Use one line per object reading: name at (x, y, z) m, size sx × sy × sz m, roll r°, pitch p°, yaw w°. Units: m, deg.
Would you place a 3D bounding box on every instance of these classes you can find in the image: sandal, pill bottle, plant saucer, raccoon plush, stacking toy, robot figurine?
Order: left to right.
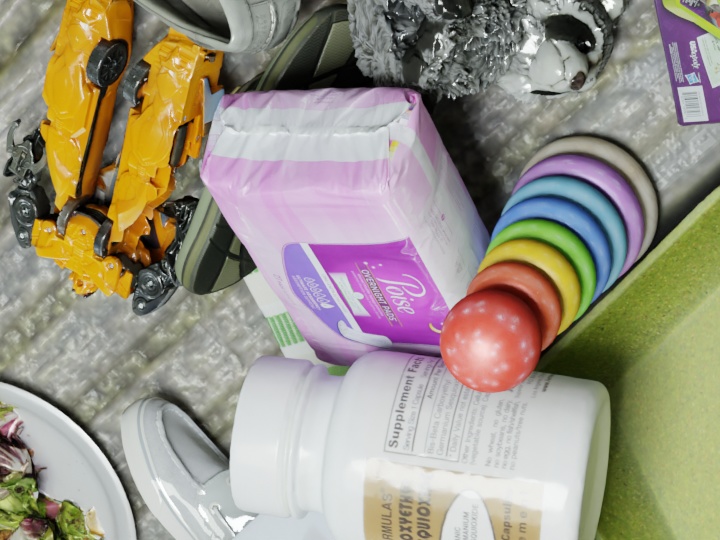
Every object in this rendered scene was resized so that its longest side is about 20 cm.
robot figurine at (-0.142, -0.072, 1.706) m, size 0.145 × 0.058 × 0.201 m, roll 30°, pitch 125°, yaw 21°
sandal at (-0.061, -0.074, 1.641) m, size 0.057 × 0.080 × 0.201 m, roll 51°, pitch 122°, yaw 31°
pill bottle at (0.034, 0.105, 1.594) m, size 0.199 × 0.114 × 0.115 m, roll 8°, pitch 119°, yaw 12°
raccoon plush at (0.060, -0.170, 1.573) m, size 0.097 × 0.133 × 0.201 m, roll -53°, pitch 54°, yaw 48°
stacking toy at (0.095, 0.002, 1.552) m, size 0.085 × 0.200 × 0.086 m, roll 11°, pitch 119°, yaw 20°
plant saucer at (0.202, 0.087, 1.595) m, size 0.200 × 0.048 × 0.201 m, roll -46°, pitch 56°, yaw 35°

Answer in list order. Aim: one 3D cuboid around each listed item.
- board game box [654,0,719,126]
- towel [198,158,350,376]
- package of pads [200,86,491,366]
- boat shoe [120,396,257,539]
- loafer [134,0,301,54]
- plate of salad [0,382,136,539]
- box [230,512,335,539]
board game box at (0.210, -0.176, 1.511) m, size 0.120 × 0.032 × 0.201 m, roll 0°, pitch 116°, yaw 30°
towel at (0.000, 0.000, 1.706) m, size 0.152 × 0.023 × 0.201 m, roll -19°, pitch 107°, yaw 32°
package of pads at (0.003, -0.022, 1.584) m, size 0.120 × 0.076 × 0.200 m, roll 4°, pitch 149°, yaw 25°
boat shoe at (-0.074, 0.158, 1.782) m, size 0.068 × 0.072 × 0.201 m, roll -35°, pitch 82°, yaw 30°
loafer at (-0.123, -0.189, 1.624) m, size 0.200 × 0.070 × 0.070 m, roll 34°, pitch 124°, yaw 21°
plate of salad at (-0.242, 0.164, 1.890) m, size 0.199 × 0.048 × 0.201 m, roll 12°, pitch 120°, yaw 20°
box at (0.029, 0.205, 1.659) m, size 0.200 × 0.176 × 0.097 m, roll 42°, pitch 166°, yaw 25°
